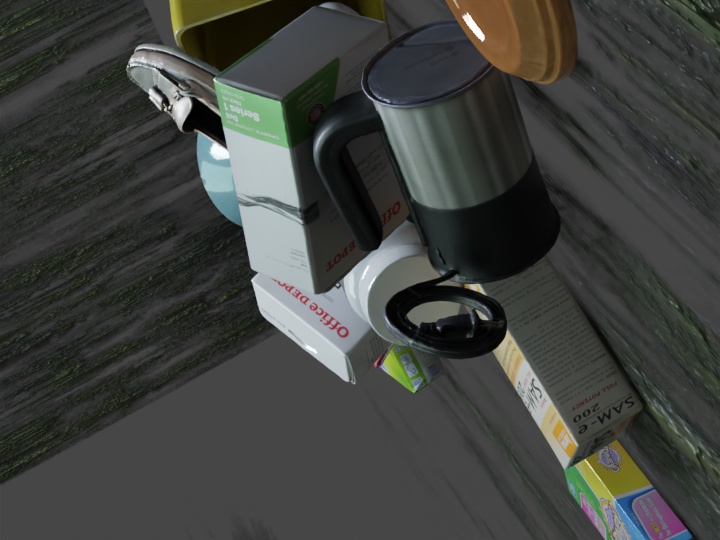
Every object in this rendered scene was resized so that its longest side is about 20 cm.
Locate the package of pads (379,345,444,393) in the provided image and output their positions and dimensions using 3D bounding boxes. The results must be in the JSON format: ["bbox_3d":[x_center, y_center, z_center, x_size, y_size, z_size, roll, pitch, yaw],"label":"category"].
[{"bbox_3d":[0.045,0.086,2.433,0.155,0.068,0.200,63,169,-15],"label":"package of pads"}]

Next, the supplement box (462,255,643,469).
[{"bbox_3d":[0.173,0.074,1.505,0.200,0.073,0.126,59,173,16],"label":"supplement box"}]

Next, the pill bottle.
[{"bbox_3d":[0.031,-0.009,1.621,0.200,0.114,0.114,-117,1,-64],"label":"pill bottle"}]

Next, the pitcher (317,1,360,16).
[{"bbox_3d":[-0.017,-0.165,1.531,0.172,0.121,0.200,52,151,-13],"label":"pitcher"}]

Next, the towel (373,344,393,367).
[{"bbox_3d":[0.005,0.021,2.321,0.200,0.022,0.145,55,131,37],"label":"towel"}]

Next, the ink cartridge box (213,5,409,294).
[{"bbox_3d":[-0.038,-0.103,1.403,0.084,0.146,0.200,20,134,32],"label":"ink cartridge box"}]

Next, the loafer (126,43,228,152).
[{"bbox_3d":[-0.140,-0.148,1.507,0.200,0.063,0.072,26,156,17],"label":"loafer"}]

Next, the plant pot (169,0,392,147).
[{"bbox_3d":[-0.091,-0.274,1.618,0.200,0.199,0.177,74,176,-60],"label":"plant pot"}]

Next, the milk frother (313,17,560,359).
[{"bbox_3d":[0.069,-0.060,1.280,0.188,0.180,0.200,66,177,-37],"label":"milk frother"}]

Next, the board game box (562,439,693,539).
[{"bbox_3d":[0.266,0.241,1.616,0.200,0.040,0.153,55,170,41],"label":"board game box"}]

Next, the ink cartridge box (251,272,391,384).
[{"bbox_3d":[0.000,0.000,1.780,0.145,0.200,0.084,37,163,20],"label":"ink cartridge box"}]

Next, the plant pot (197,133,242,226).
[{"bbox_3d":[-0.101,-0.161,2.172,0.135,0.200,0.200,-5,119,44],"label":"plant pot"}]

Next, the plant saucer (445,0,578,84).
[{"bbox_3d":[0.087,-0.219,1.153,0.200,0.037,0.200,59,172,13],"label":"plant saucer"}]
